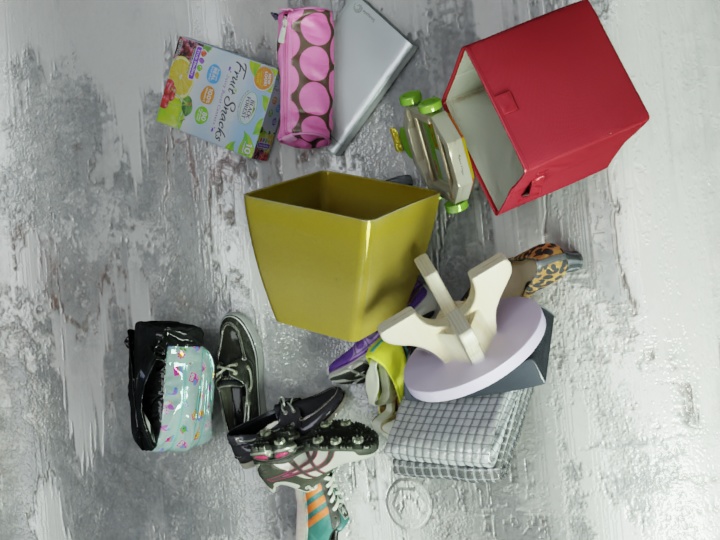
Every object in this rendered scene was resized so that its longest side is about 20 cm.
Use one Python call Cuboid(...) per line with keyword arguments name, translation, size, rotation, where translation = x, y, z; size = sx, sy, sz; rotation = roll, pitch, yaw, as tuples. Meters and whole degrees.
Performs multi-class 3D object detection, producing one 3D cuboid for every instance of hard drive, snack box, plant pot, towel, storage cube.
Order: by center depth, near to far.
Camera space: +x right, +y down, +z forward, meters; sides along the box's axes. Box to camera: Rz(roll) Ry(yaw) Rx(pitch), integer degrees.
Cuboid(name="storage cube", translation=(0.227, -0.205, 1.365), size=(0.177, 0.171, 0.203), rotation=(-22, 78, -11))
Cuboid(name="hard drive", translation=(0.154, 0.106, 1.432), size=(0.197, 0.136, 0.043), rotation=(-10, 129, 27))
Cuboid(name="plant pot", translation=(-0.026, -0.018, 1.450), size=(0.197, 0.199, 0.180), rotation=(13, 110, 29))
Cuboid(name="towel", translation=(0.139, 0.190, 1.451), size=(0.163, 0.201, 0.086), rotation=(-2, 134, 33))
Cuboid(name="hard drive", translation=(-0.020, -0.292, 1.609), size=(0.132, 0.027, 0.201), rotation=(44, 109, 20))
Cuboid(name="snack box", translation=(-0.217, -0.272, 1.695), size=(0.198, 0.053, 0.145), rotation=(23, 101, 25))

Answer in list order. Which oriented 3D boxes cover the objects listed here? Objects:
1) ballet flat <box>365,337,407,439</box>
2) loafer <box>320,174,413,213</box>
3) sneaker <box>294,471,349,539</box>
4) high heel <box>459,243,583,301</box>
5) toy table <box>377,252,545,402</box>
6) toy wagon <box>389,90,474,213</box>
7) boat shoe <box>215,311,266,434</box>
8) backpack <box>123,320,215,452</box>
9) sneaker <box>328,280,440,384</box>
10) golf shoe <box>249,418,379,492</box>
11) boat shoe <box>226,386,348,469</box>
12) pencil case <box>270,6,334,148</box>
Cuboid(name="ballet flat", translation=(0.041, 0.188, 1.517), size=(0.066, 0.067, 0.203), rotation=(14, 123, 44))
Cuboid(name="loafer", translation=(-0.007, -0.080, 1.581), size=(0.197, 0.072, 0.064), rotation=(-20, 85, 23))
Cuboid(name="sneaker", translation=(-0.052, 0.346, 1.609), size=(0.078, 0.071, 0.204), rotation=(0, 93, 19))
Cuboid(name="high heel", translation=(0.191, 0.016, 1.436), size=(0.198, 0.142, 0.072), rotation=(-26, 79, 24))
Cuboid(name="toy table", translation=(0.126, 0.066, 1.363), size=(0.199, 0.118, 0.184), rotation=(-37, 35, -7))
Cuboid(name="toy wagon", translation=(0.095, -0.171, 1.492), size=(0.039, 0.200, 0.157), rotation=(-22, 113, -12))
Cuboid(name="boat shoe", translation=(-0.191, 0.165, 1.677), size=(0.070, 0.063, 0.204), rotation=(-13, 84, 26))
Cuboid(name="backpack", translation=(-0.297, 0.184, 1.686), size=(0.166, 0.125, 0.204), rotation=(-178, 89, -65))
Cuboid(name="sneaker", translation=(0.029, 0.091, 1.570), size=(0.199, 0.080, 0.084), rotation=(-41, 60, 12))
Cuboid(name="golf shoe", translation=(-0.060, 0.267, 1.547), size=(0.197, 0.077, 0.090), rotation=(-7, 108, 22))
Cuboid(name="boat shoe", translation=(-0.112, 0.223, 1.610), size=(0.198, 0.073, 0.063), rotation=(-32, 106, 10))
Cuboid(name="pencil case", translation=(-0.085, -0.281, 1.576), size=(0.089, 0.093, 0.204), rotation=(-2, 90, 27))
